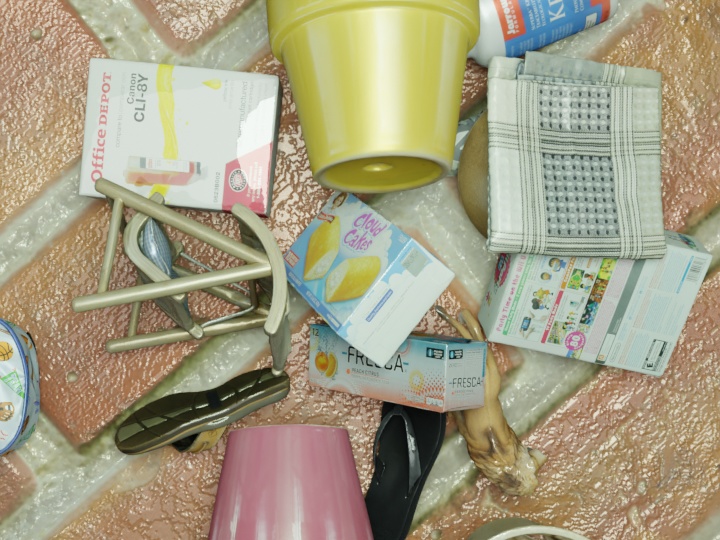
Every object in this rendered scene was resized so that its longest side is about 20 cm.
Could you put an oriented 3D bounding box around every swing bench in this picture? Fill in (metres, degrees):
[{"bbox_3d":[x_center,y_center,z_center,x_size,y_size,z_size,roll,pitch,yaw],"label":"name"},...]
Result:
[{"bbox_3d":[-0.162,0.014,1.119,0.197,0.199,0.131,7,73,-1],"label":"swing bench"}]

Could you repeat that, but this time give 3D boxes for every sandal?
[{"bbox_3d":[-0.166,0.161,1.208,0.198,0.082,0.055,-20,114,-7],"label":"sandal"},{"bbox_3d":[0.042,0.203,1.202,0.075,0.043,0.203,13,92,32],"label":"sandal"}]

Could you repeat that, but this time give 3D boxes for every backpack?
[{"bbox_3d":[-0.431,0.121,1.161,0.188,0.154,0.203,-6,89,-11],"label":"backpack"}]

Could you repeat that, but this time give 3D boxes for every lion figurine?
[{"bbox_3d":[0.126,0.138,1.160,0.072,0.123,0.201,-28,124,-3],"label":"lion figurine"}]

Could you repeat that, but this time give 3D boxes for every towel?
[{"bbox_3d":[0.212,-0.113,1.098,0.190,0.035,0.203,3,80,-12],"label":"towel"}]

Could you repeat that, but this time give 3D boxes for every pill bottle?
[{"bbox_3d":[0.157,-0.279,1.173,0.198,0.112,0.113,-23,92,0],"label":"pill bottle"}]

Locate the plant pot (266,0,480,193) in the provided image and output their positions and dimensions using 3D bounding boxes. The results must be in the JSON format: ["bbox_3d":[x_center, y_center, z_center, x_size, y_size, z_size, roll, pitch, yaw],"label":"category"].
[{"bbox_3d":[0.014,-0.179,1.033,0.198,0.201,0.191,-2,78,-1],"label":"plant pot"}]

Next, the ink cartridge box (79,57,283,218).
[{"bbox_3d":[-0.187,-0.138,1.184,0.197,0.083,0.147,6,92,-1],"label":"ink cartridge box"}]

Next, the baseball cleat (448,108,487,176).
[{"bbox_3d":[0.125,-0.148,1.205,0.197,0.070,0.108,6,85,-11],"label":"baseball cleat"}]

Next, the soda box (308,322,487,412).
[{"bbox_3d":[0.034,0.095,1.145,0.063,0.199,0.069,0,94,-45],"label":"soda box"}]

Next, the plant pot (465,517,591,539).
[{"bbox_3d":[0.167,0.340,1.153,0.198,0.183,0.203,0,91,-1],"label":"plant pot"}]

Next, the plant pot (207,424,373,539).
[{"bbox_3d":[-0.073,0.255,1.155,0.197,0.200,0.181,-2,76,-1],"label":"plant pot"}]

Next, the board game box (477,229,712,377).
[{"bbox_3d":[0.240,0.017,1.168,0.198,0.064,0.149,13,112,-11],"label":"board game box"}]

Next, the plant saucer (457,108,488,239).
[{"bbox_3d":[0.201,-0.099,1.168,0.198,0.036,0.202,-3,117,-7],"label":"plant saucer"}]

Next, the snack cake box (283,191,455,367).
[{"bbox_3d":[0.000,0.000,1.131,0.067,0.200,0.115,37,92,-28],"label":"snack cake box"}]
